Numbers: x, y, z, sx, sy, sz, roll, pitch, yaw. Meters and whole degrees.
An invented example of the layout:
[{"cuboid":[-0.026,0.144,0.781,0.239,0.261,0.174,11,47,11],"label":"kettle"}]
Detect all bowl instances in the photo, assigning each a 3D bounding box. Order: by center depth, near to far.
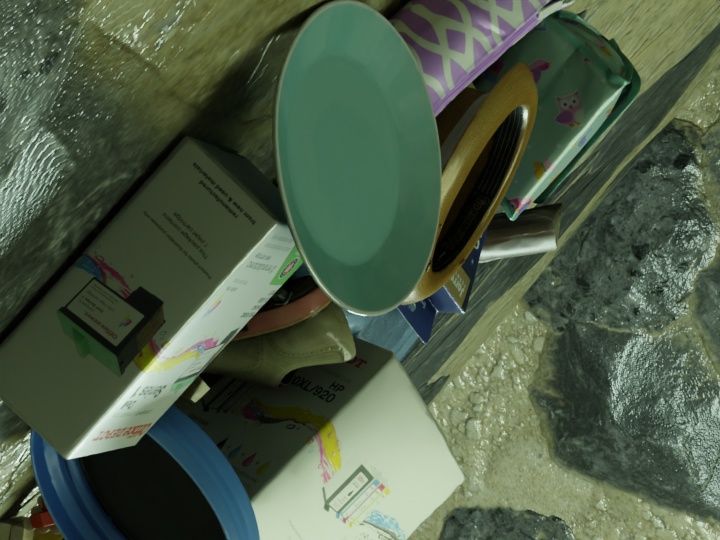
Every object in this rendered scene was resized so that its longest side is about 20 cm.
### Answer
[{"cuboid":[-0.154,0.167,1.336,0.039,0.201,0.201,-40,169,-39],"label":"bowl"}]

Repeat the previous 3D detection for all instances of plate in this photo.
[{"cuboid":[-0.006,-0.071,1.174,0.025,0.201,0.200,-5,-164,32],"label":"plate"}]

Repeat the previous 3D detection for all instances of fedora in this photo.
[{"cuboid":[0.057,-0.075,1.377,0.201,0.082,0.201,-54,164,-24],"label":"fedora"}]

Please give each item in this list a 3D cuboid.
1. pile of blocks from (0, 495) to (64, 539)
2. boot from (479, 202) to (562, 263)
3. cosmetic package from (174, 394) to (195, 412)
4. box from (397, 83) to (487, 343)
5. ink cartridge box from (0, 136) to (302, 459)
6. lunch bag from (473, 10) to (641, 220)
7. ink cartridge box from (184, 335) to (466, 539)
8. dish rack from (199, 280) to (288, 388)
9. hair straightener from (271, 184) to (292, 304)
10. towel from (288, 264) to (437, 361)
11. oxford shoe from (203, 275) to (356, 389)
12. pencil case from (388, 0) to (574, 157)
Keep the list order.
[{"cuboid":[-0.220,0.186,1.497,0.200,0.082,0.062,-48,171,9],"label":"pile of blocks"},{"cuboid":[0.099,-0.021,1.788,0.199,0.065,0.186,-14,179,0],"label":"boot"},{"cuboid":[-0.122,0.198,1.595,0.104,0.200,0.073,-49,-164,23],"label":"cosmetic package"},{"cuboid":[0.069,-0.052,1.513,0.121,0.032,0.201,53,48,-52],"label":"box"},{"cuboid":[-0.129,0.020,1.182,0.200,0.084,0.145,-47,171,6],"label":"ink cartridge box"},{"cuboid":[0.167,-0.151,1.704,0.171,0.122,0.200,-50,178,15],"label":"lunch bag"},{"cuboid":[-0.051,0.161,1.463,0.200,0.145,0.147,-44,-145,-20],"label":"ink cartridge box"},{"cuboid":[-0.065,0.037,1.657,0.153,0.055,0.200,-48,171,16],"label":"dish rack"},{"cuboid":[-0.077,-0.008,1.348,0.041,0.077,0.200,-24,-171,33],"label":"hair straightener"},{"cuboid":[0.000,0.000,1.506,0.112,0.048,0.200,-50,142,-13],"label":"towel"},{"cuboid":[-0.091,0.067,1.420,0.199,0.075,0.070,-18,-162,39],"label":"oxford shoe"},{"cuboid":[0.070,-0.164,1.301,0.200,0.085,0.084,-43,163,-16],"label":"pencil case"}]
